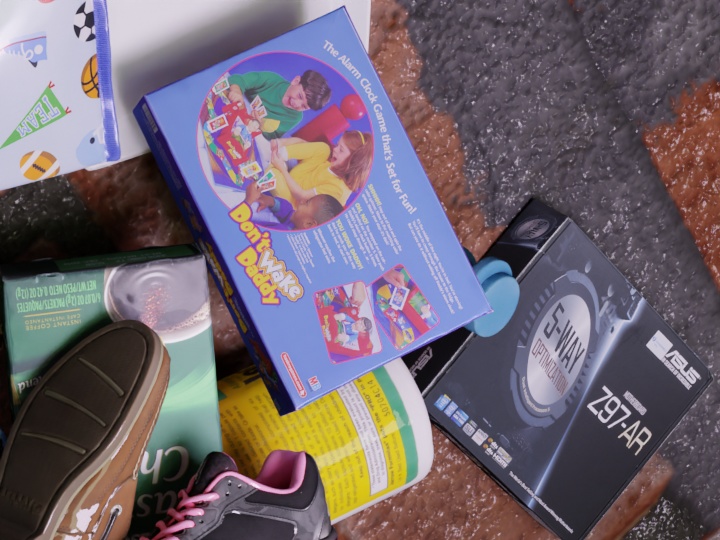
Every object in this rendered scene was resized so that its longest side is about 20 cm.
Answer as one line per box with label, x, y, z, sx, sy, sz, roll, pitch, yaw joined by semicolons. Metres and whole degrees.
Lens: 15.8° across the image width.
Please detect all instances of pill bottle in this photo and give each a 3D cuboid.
pill bottle;-0.064;0.119;1.618;0.200;0.113;0.113;-25;121;-20

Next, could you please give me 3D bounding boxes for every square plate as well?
square plate;-0.080;-0.168;1.515;0.198;0.028;0.200;-20;137;-24

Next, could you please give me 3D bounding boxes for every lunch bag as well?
lunch bag;-0.230;-0.147;1.398;0.170;0.124;0.201;-19;126;-24

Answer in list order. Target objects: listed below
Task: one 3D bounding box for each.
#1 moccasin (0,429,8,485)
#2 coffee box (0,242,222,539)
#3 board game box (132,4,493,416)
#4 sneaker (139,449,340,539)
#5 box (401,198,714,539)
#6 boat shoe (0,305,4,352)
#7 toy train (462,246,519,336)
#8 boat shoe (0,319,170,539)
moccasin;-0.260;0.174;1.464;0.068;0.080;0.201;11;92;-50
coffee box;-0.141;0.090;1.503;0.123;0.044;0.201;-6;104;-13
board game box;-0.028;-0.035;1.514;0.134;0.045;0.200;-25;88;-16
sneaker;-0.092;0.153;1.462;0.200;0.079;0.096;-16;103;-43
box;0.132;0.073;1.770;0.160;0.044;0.200;-49;127;-6
boat shoe;-0.236;0.027;1.495;0.070;0.070;0.201;-19;118;-21
toy train;0.000;0.000;1.586;0.200;0.116;0.085;3;108;-51
boat shoe;-0.162;0.123;1.454;0.200;0.072;0.068;-58;139;-5
